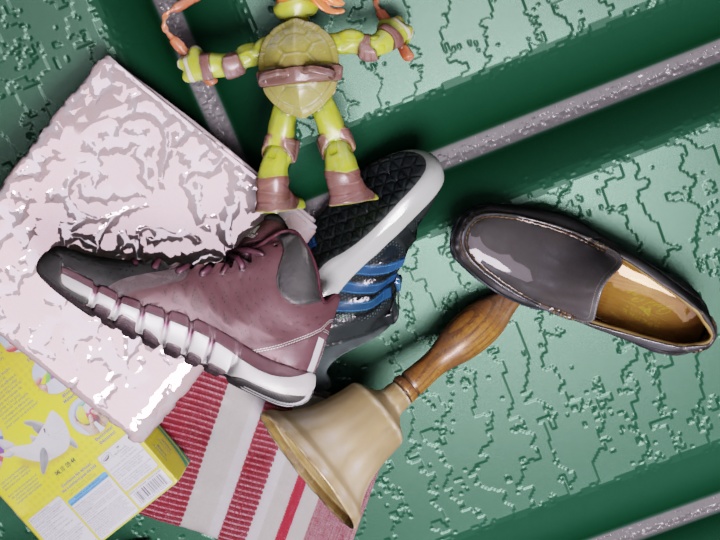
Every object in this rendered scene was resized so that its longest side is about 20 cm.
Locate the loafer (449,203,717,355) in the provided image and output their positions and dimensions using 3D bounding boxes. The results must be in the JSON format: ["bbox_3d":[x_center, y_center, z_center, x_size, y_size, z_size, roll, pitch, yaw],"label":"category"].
[{"bbox_3d":[0.160,0.005,1.018,0.200,0.072,0.073,19,93,-9],"label":"loafer"}]

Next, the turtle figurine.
[{"bbox_3d":[-0.028,-0.123,0.967,0.199,0.064,0.162,-6,94,-1],"label":"turtle figurine"}]

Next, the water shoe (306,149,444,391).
[{"bbox_3d":[0.000,0.000,1.034,0.079,0.072,0.200,31,111,-33],"label":"water shoe"}]

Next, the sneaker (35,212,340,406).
[{"bbox_3d":[-0.105,0.002,0.970,0.200,0.076,0.116,27,80,-10],"label":"sneaker"}]

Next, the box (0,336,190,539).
[{"bbox_3d":[-0.233,0.104,1.055,0.117,0.048,0.200,-38,97,13],"label":"box"}]

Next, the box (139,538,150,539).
[{"bbox_3d":[-0.246,0.293,1.097,0.200,0.106,0.123,-10,106,3],"label":"box"}]

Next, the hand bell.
[{"bbox_3d":[0.037,0.080,1.037,0.200,0.104,0.104,-39,106,-14],"label":"hand bell"}]

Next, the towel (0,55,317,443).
[{"bbox_3d":[-0.162,-0.014,1.007,0.191,0.032,0.200,39,89,-7],"label":"towel"}]

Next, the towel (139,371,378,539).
[{"bbox_3d":[-0.088,0.140,1.094,0.200,0.023,0.144,18,109,-5],"label":"towel"}]
